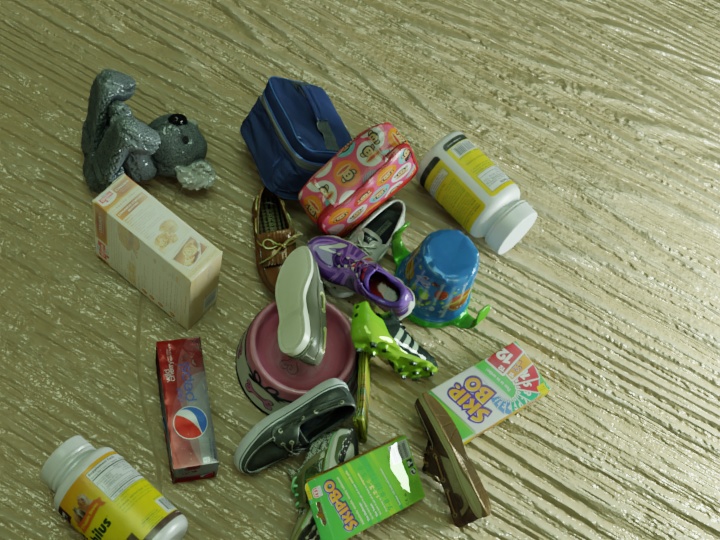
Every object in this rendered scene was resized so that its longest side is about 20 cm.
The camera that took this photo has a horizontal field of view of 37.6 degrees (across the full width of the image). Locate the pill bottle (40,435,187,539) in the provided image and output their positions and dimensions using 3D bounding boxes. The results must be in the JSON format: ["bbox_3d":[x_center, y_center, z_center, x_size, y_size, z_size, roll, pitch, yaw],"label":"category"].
[{"bbox_3d":[-0.338,0.318,1.436,0.199,0.110,0.109,39,61,12],"label":"pill bottle"}]

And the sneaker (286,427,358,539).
[{"bbox_3d":[-0.071,0.317,1.529,0.087,0.077,0.202,6,55,29],"label":"sneaker"}]

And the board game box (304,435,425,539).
[{"bbox_3d":[0.004,0.313,1.502,0.198,0.030,0.097,-17,89,-43],"label":"board game box"}]

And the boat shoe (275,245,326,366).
[{"bbox_3d":[-0.084,0.052,1.582,0.060,0.072,0.204,38,35,-36],"label":"boat shoe"}]

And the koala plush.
[{"bbox_3d":[-0.340,-0.204,1.728,0.198,0.185,0.178,-1,45,-35],"label":"koala plush"}]

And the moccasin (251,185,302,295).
[{"bbox_3d":[-0.132,-0.047,1.698,0.072,0.078,0.204,-2,58,-10],"label":"moccasin"}]

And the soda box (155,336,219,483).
[{"bbox_3d":[-0.256,0.203,1.546,0.069,0.064,0.202,-5,61,-15],"label":"soda box"}]

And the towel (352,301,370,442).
[{"bbox_3d":[0.004,0.154,1.613,0.018,0.086,0.203,1,59,4],"label":"towel"}]

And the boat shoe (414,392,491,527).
[{"bbox_3d":[0.120,0.282,1.566,0.071,0.072,0.202,-30,81,17],"label":"boat shoe"}]

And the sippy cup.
[{"bbox_3d":[0.128,0.004,1.692,0.175,0.131,0.141,15,59,-5],"label":"sippy cup"}]

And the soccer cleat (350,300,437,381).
[{"bbox_3d":[0.056,0.108,1.605,0.199,0.067,0.082,33,46,-45],"label":"soccer cleat"}]

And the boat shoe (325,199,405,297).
[{"bbox_3d":[0.008,-0.043,1.737,0.073,0.066,0.201,30,59,7],"label":"boat shoe"}]

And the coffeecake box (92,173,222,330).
[{"bbox_3d":[-0.312,-0.026,1.613,0.199,0.154,0.073,38,60,11],"label":"coffeecake box"}]

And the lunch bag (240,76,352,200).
[{"bbox_3d":[-0.101,-0.230,1.754,0.135,0.133,0.201,2,50,-43],"label":"lunch bag"}]

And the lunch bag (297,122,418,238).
[{"bbox_3d":[-0.001,-0.140,1.721,0.199,0.176,0.082,-40,75,0],"label":"lunch bag"}]

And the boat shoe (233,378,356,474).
[{"bbox_3d":[-0.094,0.233,1.526,0.199,0.069,0.057,-37,43,-6],"label":"boat shoe"}]

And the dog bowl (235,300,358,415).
[{"bbox_3d":[-0.091,0.127,1.616,0.197,0.074,0.203,5,59,-8],"label":"dog bowl"}]

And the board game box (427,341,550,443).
[{"bbox_3d":[0.193,0.196,1.653,0.198,0.030,0.096,-28,69,-21],"label":"board game box"}]

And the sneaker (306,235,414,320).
[{"bbox_3d":[0.000,0.000,1.650,0.198,0.084,0.081,28,78,13],"label":"sneaker"}]

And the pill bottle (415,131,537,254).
[{"bbox_3d":[0.198,-0.130,1.797,0.114,0.115,0.200,-35,72,-26],"label":"pill bottle"}]
